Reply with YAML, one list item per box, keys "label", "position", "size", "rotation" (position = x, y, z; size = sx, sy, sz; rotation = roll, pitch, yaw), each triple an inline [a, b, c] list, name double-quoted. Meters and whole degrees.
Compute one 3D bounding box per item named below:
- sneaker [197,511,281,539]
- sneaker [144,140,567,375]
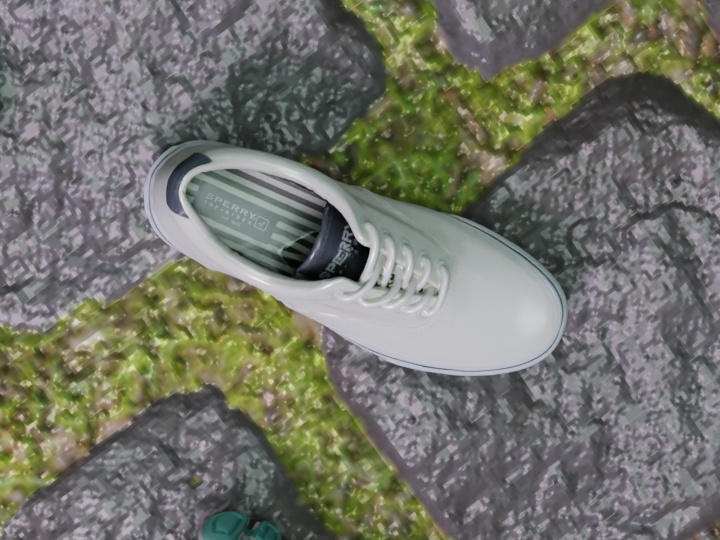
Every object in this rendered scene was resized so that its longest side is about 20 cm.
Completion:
- label: "sneaker"
  position: [-0.021, 0.200, 1.026]
  size: [0.091, 0.078, 0.200]
  rotation: [-43, 98, 14]
- label: "sneaker"
  position: [0.000, 0.000, 0.994]
  size: [0.199, 0.071, 0.073]
  rotation: [18, 94, -11]
